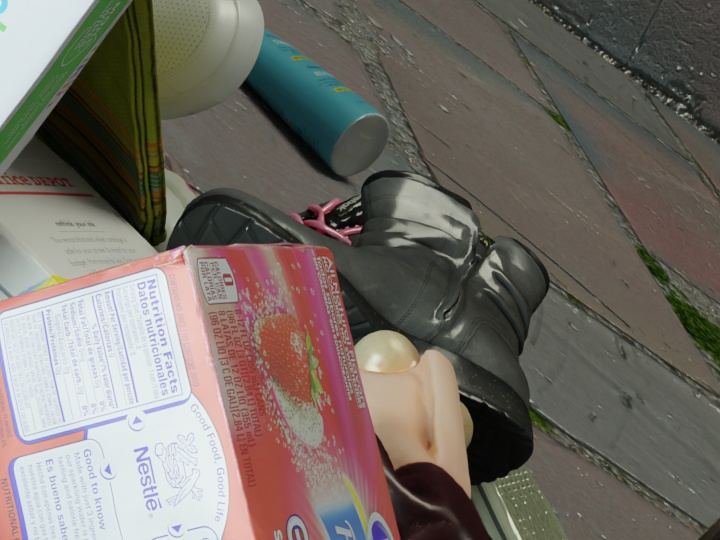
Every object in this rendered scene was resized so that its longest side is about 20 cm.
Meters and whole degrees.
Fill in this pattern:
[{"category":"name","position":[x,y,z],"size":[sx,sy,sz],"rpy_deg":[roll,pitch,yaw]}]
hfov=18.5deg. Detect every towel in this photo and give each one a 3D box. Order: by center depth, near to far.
[{"category":"towel","position":[-0.112,-0.090,0.877],"size":[0.086,0.018,0.200],"rpy_deg":[42,-26,23]}]

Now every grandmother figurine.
[{"category":"grandmother figurine","position":[0.026,0.091,0.844],"size":[0.121,0.061,0.200],"rpy_deg":[40,13,-23]}]

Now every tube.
[{"category":"tube","position":[-0.060,-0.140,1.549],"size":[0.200,0.050,0.077],"rpy_deg":[43,7,32]}]

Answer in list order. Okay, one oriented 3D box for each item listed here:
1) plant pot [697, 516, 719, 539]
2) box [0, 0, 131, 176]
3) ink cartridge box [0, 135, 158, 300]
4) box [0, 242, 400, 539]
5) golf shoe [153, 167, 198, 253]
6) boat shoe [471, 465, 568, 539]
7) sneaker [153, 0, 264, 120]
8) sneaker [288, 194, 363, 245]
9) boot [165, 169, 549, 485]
[{"category":"plant pot","position":[0.270,0.215,1.050],"size":[0.200,0.200,0.199],"rpy_deg":[27,27,-39]},{"category":"box","position":[-0.191,-0.089,0.752],"size":[0.176,0.200,0.097],"rpy_deg":[40,15,-3]},{"category":"ink cartridge box","position":[-0.121,0.018,0.870],"size":[0.200,0.067,0.117],"rpy_deg":[44,14,13]},{"category":"box","position":[-0.044,0.100,0.582],"size":[0.095,0.099,0.201],"rpy_deg":[-1,76,-67]},{"category":"golf shoe","position":[-0.139,-0.034,1.004],"size":[0.091,0.075,0.200],"rpy_deg":[6,29,-44]},{"category":"boat shoe","position":[0.042,0.105,1.035],"size":[0.200,0.062,0.075],"rpy_deg":[56,16,15]},{"category":"sneaker","position":[-0.145,-0.121,0.950],"size":[0.200,0.074,0.115],"rpy_deg":[15,-5,37]},{"category":"sneaker","position":[-0.035,-0.005,1.103],"size":[0.079,0.095,0.200],"rpy_deg":[49,19,28]},{"category":"boot","position":[0.000,0.000,0.991],"size":[0.200,0.070,0.132],"rpy_deg":[38,36,-26]}]
